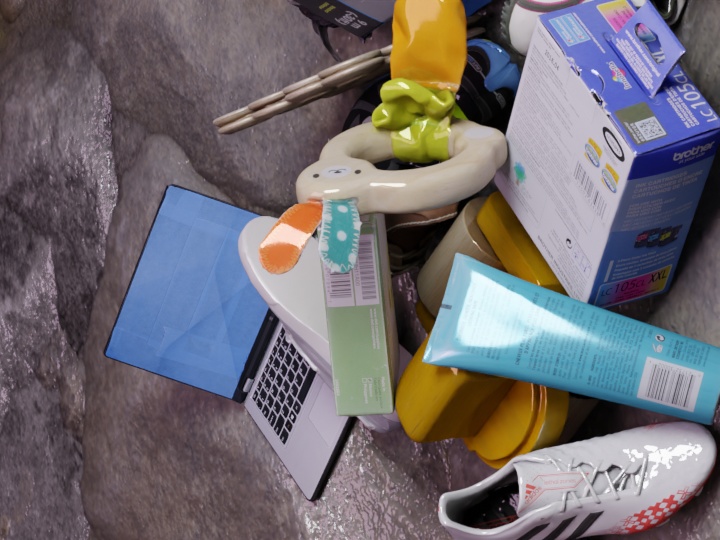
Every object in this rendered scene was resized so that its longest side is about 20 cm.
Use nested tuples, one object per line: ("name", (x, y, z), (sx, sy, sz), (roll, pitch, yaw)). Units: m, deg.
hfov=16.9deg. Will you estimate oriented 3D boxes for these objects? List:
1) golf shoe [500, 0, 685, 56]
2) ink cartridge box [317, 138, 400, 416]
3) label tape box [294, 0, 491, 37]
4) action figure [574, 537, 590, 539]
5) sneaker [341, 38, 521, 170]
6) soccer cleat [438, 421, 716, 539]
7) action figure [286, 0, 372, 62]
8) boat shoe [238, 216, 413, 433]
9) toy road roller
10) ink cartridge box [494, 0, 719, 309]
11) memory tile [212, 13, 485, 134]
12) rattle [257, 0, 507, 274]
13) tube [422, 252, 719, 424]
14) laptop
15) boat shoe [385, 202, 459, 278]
("golf shoe", (0.168, -0.191, 1.666), (0.200, 0.077, 0.089), (-44, 67, 47))
("ink cartridge box", (0.000, 0.000, 1.771), (0.200, 0.048, 0.147), (-80, -15, -68))
("label tape box", (0.006, -0.225, 1.753), (0.066, 0.199, 0.143), (-64, 14, -17))
("action figure", (0.159, 0.251, 1.687), (0.193, 0.104, 0.202), (-24, 74, 42))
("sneaker", (0.038, -0.112, 1.828), (0.071, 0.083, 0.199), (51, 142, -10))
("soccer cleat", (0.146, 0.149, 1.658), (0.199, 0.085, 0.069), (-20, 61, 23))
("action figure", (-0.019, -0.260, 1.890), (0.201, 0.101, 0.119), (-66, 29, 31))
("boat shoe", (-0.028, 0.046, 1.915), (0.200, 0.072, 0.069), (43, 143, 2))
("toy road roller", (0.085, 0.048, 1.731), (0.123, 0.145, 0.201), (-56, 50, 38))
("ink cartridge box", (0.166, -0.087, 1.624), (0.137, 0.076, 0.201), (59, 155, 32))
("memory tile", (-0.009, -0.147, 1.844), (0.199, 0.153, 0.017), (-19, 94, 54))
("rattle", (0.008, -0.097, 1.630), (0.130, 0.199, 0.144), (37, 134, 34))
("tube", (0.147, 0.052, 1.629), (0.050, 0.198, 0.078), (76, -149, -74))
("laptop", (-0.096, 0.061, 2.004), (0.200, 0.115, 0.188), (53, 132, 37))
("boat shoe", (0.030, -0.032, 1.855), (0.200, 0.075, 0.072), (171, 86, -72))
